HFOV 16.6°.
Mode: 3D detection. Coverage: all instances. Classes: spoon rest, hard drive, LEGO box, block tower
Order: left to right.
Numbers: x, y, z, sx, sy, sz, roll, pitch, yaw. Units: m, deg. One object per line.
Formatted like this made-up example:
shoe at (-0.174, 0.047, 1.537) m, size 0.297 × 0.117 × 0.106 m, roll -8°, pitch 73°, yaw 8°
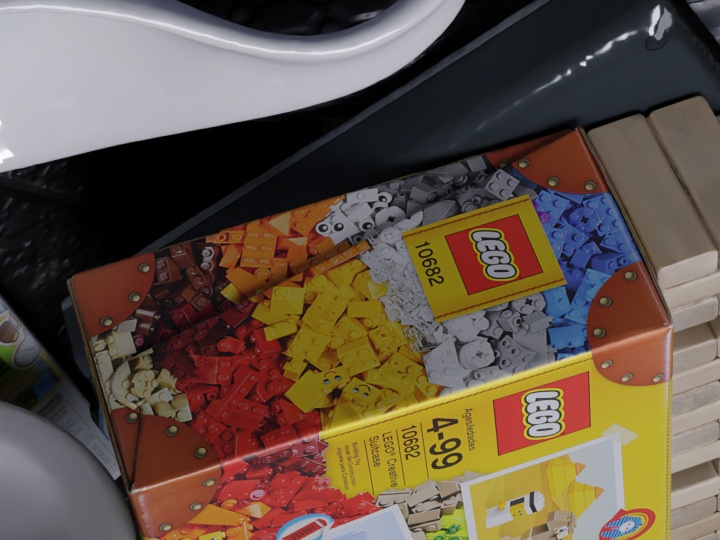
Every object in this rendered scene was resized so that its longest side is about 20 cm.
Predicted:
spoon rest at (-0.054, -0.064, 0.656) m, size 0.200 × 0.061 × 0.099 m, roll -21°, pitch 161°, yaw -9°
LEGO box at (0.010, 0.066, 0.724) m, size 0.149 × 0.077 × 0.200 m, roll -17°, pitch 144°, yaw -5°
hard drive at (0.031, -0.002, 0.741) m, size 0.200 × 0.033 × 0.140 m, roll -31°, pitch 142°, yaw 15°
block tower at (0.105, 0.034, 0.744) m, size 0.054 × 0.058 × 0.200 m, roll -18°, pitch 144°, yaw -6°

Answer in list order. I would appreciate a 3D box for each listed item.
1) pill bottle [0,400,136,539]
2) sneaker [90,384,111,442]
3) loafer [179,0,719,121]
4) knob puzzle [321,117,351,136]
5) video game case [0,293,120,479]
pill bottle at (-0.138, 0.143, 0.739) m, size 0.112 × 0.112 × 0.200 m, roll -18°, pitch 138°, yaw -39°
sneaker at (0.000, 0.000, 0.802) m, size 0.200 × 0.073 × 0.072 m, roll -37°, pitch 153°, yaw -1°
loafer at (0.044, -0.075, 0.740) m, size 0.200 × 0.068 × 0.070 m, roll -12°, pitch 148°, yaw 1°
knob puzzle at (0.069, -0.133, 0.802) m, size 0.219 × 0.030 × 0.220 m, roll -31°, pitch 147°, yaw -24°
video game case at (-0.178, 0.084, 0.760) m, size 0.200 × 0.023 × 0.182 m, roll -41°, pitch 150°, yaw -7°
